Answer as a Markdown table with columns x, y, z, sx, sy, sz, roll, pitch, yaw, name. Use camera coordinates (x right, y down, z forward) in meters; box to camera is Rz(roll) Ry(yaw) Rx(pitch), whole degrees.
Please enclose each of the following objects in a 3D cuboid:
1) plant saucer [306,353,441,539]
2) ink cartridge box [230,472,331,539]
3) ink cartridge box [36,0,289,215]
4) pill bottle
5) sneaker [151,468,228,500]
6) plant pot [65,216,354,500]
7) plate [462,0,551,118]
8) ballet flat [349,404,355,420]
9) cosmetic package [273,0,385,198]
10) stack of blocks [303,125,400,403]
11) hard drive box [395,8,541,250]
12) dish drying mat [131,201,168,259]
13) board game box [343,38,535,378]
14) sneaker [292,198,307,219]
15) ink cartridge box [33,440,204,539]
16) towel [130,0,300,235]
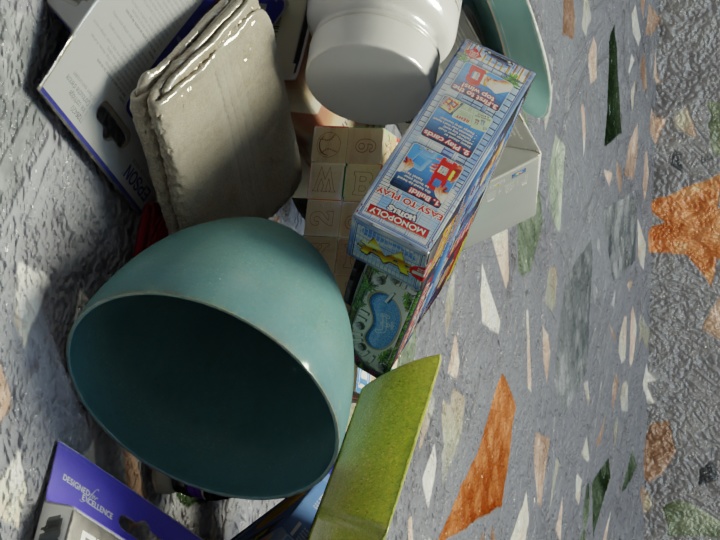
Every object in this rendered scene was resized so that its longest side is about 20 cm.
| x | y | z | sx | sy | sz | roll | pitch | yaw | name |
| --- | --- | --- | --- | --- | --- | --- | --- | --- | --- |
| -0.009 | 0.179 | 1.561 | 0.200 | 0.048 | 0.201 | -68 | 178 | -53 | plant saucer |
| -0.063 | 0.234 | 1.741 | 0.076 | 0.136 | 0.200 | 51 | 25 | -1 | ink cartridge box |
| -0.146 | -0.168 | 1.570 | 0.200 | 0.047 | 0.198 | -54 | 153 | -12 | ink cartridge box |
| 0.022 | -0.215 | 1.653 | 0.114 | 0.113 | 0.201 | 67 | 28 | -52 | pill bottle |
| -0.085 | 0.087 | 1.707 | 0.070 | 0.099 | 0.201 | 67 | 36 | -62 | sneaker |
| -0.085 | 0.042 | 1.545 | 0.201 | 0.199 | 0.135 | 75 | 30 | -41 | plant pot |
| 0.099 | -0.211 | 1.788 | 0.200 | 0.025 | 0.201 | 156 | -90 | -82 | plate |
| -0.038 | 0.123 | 1.943 | 0.200 | 0.067 | 0.063 | -37 | 116 | -68 | ballet flat |
| -0.049 | -0.145 | 1.763 | 0.200 | 0.087 | 0.104 | 56 | 41 | -61 | cosmetic package |
| 0.000 | 0.000 | 1.715 | 0.115 | 0.058 | 0.202 | 29 | 65 | -67 | stack of blocks |
| 0.080 | -0.119 | 1.834 | 0.157 | 0.076 | 0.200 | 63 | -2 | 13 | hard drive box |
| -0.129 | -0.002 | 1.707 | 0.200 | 0.018 | 0.077 | 23 | 80 | -72 | dish drying mat |
| 0.037 | -0.032 | 1.576 | 0.200 | 0.061 | 0.201 | -53 | 167 | -55 | board game box |
| -0.016 | -0.143 | 1.966 | 0.121 | 0.083 | 0.202 | -13 | 103 | -62 | sneaker |
| -0.154 | 0.244 | 1.522 | 0.198 | 0.043 | 0.201 | 40 | 49 | -40 | ink cartridge box |
| -0.102 | -0.094 | 1.605 | 0.133 | 0.034 | 0.201 | -48 | 147 | -31 | towel |
